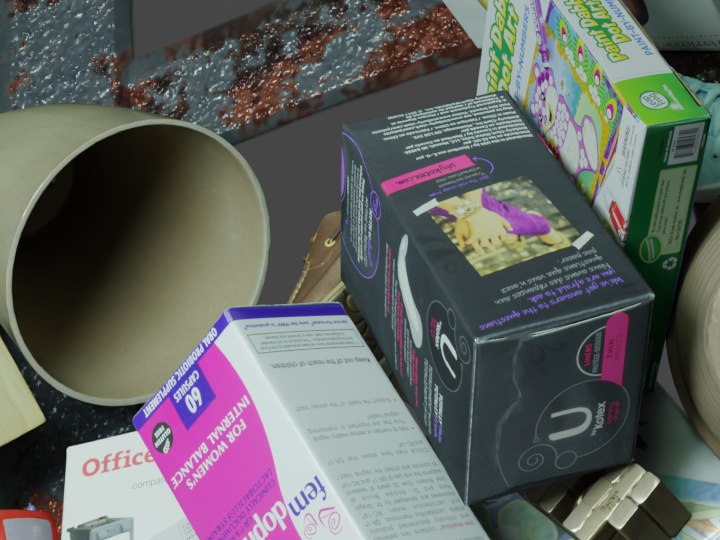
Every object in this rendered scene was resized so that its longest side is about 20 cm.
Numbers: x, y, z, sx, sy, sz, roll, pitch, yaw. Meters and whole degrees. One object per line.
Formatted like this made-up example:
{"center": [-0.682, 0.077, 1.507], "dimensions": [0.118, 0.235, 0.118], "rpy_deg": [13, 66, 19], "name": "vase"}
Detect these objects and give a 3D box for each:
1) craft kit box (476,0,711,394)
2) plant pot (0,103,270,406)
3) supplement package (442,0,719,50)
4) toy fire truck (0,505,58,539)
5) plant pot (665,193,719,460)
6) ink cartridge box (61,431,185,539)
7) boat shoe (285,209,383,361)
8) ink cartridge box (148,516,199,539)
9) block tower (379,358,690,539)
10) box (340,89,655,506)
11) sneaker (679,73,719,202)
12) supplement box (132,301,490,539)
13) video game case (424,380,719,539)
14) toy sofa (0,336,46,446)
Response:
{"center": [0.122, -0.064, 1.242], "dimensions": [0.048, 0.201, 0.198], "rpy_deg": [-9, 42, -16], "name": "craft kit box"}
{"center": [-0.188, -0.035, 1.443], "dimensions": [0.188, 0.187, 0.200], "rpy_deg": [-52, 38, -6], "name": "plant pot"}
{"center": [0.133, -0.248, 1.355], "dimensions": [0.190, 0.200, 0.148], "rpy_deg": [3, 66, 30], "name": "supplement package"}
{"center": [-0.251, 0.154, 1.394], "dimensions": [0.200, 0.049, 0.142], "rpy_deg": [-20, 69, 54], "name": "toy fire truck"}
{"center": [0.244, 0.034, 1.156], "dimensions": [0.200, 0.093, 0.202], "rpy_deg": [3, 95, 31], "name": "plant pot"}
{"center": [-0.103, 0.196, 1.310], "dimensions": [0.147, 0.086, 0.201], "rpy_deg": [-14, 60, 22], "name": "ink cartridge box"}
{"center": [0.000, -0.001, 1.377], "dimensions": [0.067, 0.072, 0.200], "rpy_deg": [27, 72, 41], "name": "boat shoe"}
{"center": [-0.135, 0.220, 1.235], "dimensions": [0.199, 0.044, 0.094], "rpy_deg": [-32, 53, 11], "name": "ink cartridge box"}
{"center": [0.093, 0.095, 1.251], "dimensions": [0.054, 0.058, 0.200], "rpy_deg": [-50, 51, -5], "name": "block tower"}
{"center": [0.070, 0.010, 1.201], "dimensions": [0.105, 0.123, 0.200], "rpy_deg": [-13, 42, -15], "name": "box"}
{"center": [0.175, -0.093, 1.321], "dimensions": [0.199, 0.082, 0.074], "rpy_deg": [7, 68, 31], "name": "sneaker"}
{"center": [-0.020, 0.126, 1.190], "dimensions": [0.101, 0.103, 0.200], "rpy_deg": [-48, 63, 29], "name": "supplement box"}
{"center": [0.107, 0.141, 1.266], "dimensions": [0.200, 0.022, 0.183], "rpy_deg": [-40, 53, 3], "name": "video game case"}
{"center": [-0.277, 0.053, 1.403], "dimensions": [0.097, 0.083, 0.200], "rpy_deg": [-27, 25, -8], "name": "toy sofa"}
